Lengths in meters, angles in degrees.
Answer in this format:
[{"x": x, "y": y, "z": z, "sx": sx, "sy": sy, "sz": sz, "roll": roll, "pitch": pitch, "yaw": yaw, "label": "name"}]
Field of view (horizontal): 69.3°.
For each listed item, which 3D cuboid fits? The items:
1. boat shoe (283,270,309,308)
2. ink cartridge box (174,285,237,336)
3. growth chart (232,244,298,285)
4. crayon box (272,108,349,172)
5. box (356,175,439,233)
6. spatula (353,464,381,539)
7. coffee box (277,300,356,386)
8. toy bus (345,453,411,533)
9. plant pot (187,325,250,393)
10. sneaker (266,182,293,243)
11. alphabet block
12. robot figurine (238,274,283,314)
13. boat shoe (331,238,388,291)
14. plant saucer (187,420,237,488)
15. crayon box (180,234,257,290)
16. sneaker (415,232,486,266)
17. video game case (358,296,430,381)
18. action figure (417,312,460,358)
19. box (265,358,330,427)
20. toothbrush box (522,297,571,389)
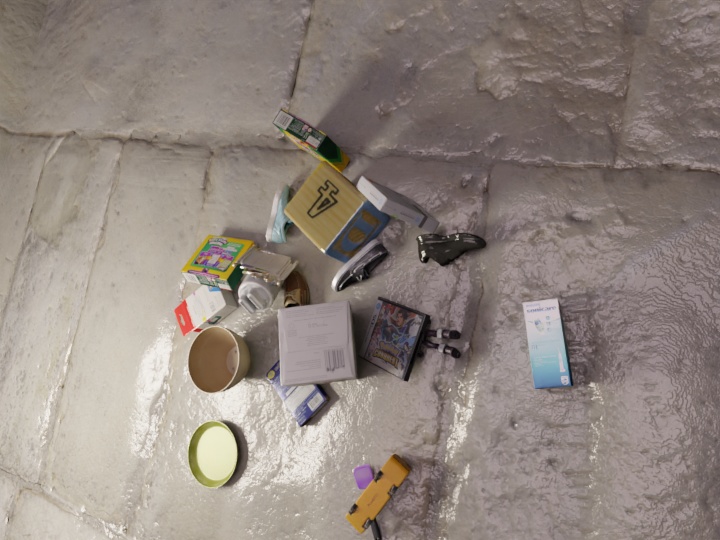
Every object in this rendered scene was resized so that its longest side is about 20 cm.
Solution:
[{"x": -0.199, "y": 0.095, "z": 1.602, "sx": 0.075, "sy": 0.074, "sz": 0.203, "roll": -21, "pitch": 72, "yaw": 19, "label": "boat shoe"}, {"x": -0.522, "y": 0.127, "z": 1.750, "sx": 0.199, "sy": 0.067, "sz": 0.117, "roll": -36, "pitch": 67, "yaw": 14, "label": "ink cartridge box"}, {"x": -0.291, "y": -0.018, "z": 1.588, "sx": 0.197, "sy": 0.145, "sz": 0.018, "roll": 19, "pitch": 130, "yaw": 23, "label": "growth chart"}, {"x": -0.151, "y": -0.400, "z": 1.614, "sx": 0.199, "sy": 0.172, "sz": 0.059, "roll": 36, "pitch": 92, "yaw": 27, "label": "crayon box"}, {"x": 0.102, "y": -0.179, "z": 1.419, "sx": 0.042, "sy": 0.198, "sz": 0.156, "roll": -58, "pitch": 38, "yaw": 16, "label": "box"}, {"x": 0.025, "y": 0.636, "z": 1.420, "sx": 0.056, "sy": 0.021, "sz": 0.203, "roll": -18, "pitch": 73, "yaw": 17, "label": "spatula"}, {"x": -0.113, "y": 0.209, "z": 1.443, "sx": 0.196, "sy": 0.198, "sz": 0.204, "roll": -6, "pitch": 76, "yaw": 0, "label": "coffee box"}, {"x": 0.048, "y": 0.586, "z": 1.371, "sx": 0.065, "sy": 0.078, "sz": 0.201, "roll": 37, "pitch": 89, "yaw": 17, "label": "toy bus"}, {"x": -0.421, "y": 0.281, "z": 1.635, "sx": 0.197, "sy": 0.134, "sz": 0.204, "roll": -5, "pitch": 78, "yaw": 24, "label": "plant pot"}, {"x": -0.245, "y": -0.184, "z": 1.692, "sx": 0.080, "sy": 0.074, "sz": 0.204, "roll": 11, "pitch": 84, "yaw": 3, "label": "sneaker"}, {"x": -0.066, "y": -0.163, "z": 1.527, "sx": 0.197, "sy": 0.195, "sz": 0.200, "roll": -49, "pitch": 64, "yaw": 6, "label": "alphabet block"}, {"x": -0.305, "y": 0.046, "z": 1.613, "sx": 0.168, "sy": 0.114, "sz": 0.201, "roll": -24, "pitch": 26, "yaw": 28, "label": "robot figurine"}, {"x": 0.000, "y": 0.000, "z": 1.535, "sx": 0.200, "sy": 0.072, "sz": 0.068, "roll": -44, "pitch": 64, "yaw": 4, "label": "boat shoe"}, {"x": -0.464, "y": 0.581, "z": 1.654, "sx": 0.197, "sy": 0.031, "sz": 0.204, "roll": -5, "pitch": 77, "yaw": 23, "label": "plant saucer"}, {"x": -0.462, "y": -0.030, "z": 1.717, "sx": 0.197, "sy": 0.059, "sz": 0.174, "roll": 9, "pitch": 51, "yaw": 26, "label": "crayon box"}, {"x": 0.249, "y": -0.057, "z": 1.434, "sx": 0.197, "sy": 0.076, "sz": 0.093, "roll": -1, "pitch": 89, "yaw": 32, "label": "sneaker"}, {"x": 0.088, "y": 0.183, "z": 1.436, "sx": 0.199, "sy": 0.025, "sz": 0.184, "roll": 18, "pitch": 87, "yaw": 51, "label": "video game case"}, {"x": 0.175, "y": 0.184, "z": 1.415, "sx": 0.198, "sy": 0.069, "sz": 0.133, "roll": 9, "pitch": 90, "yaw": 41, "label": "action figure"}, {"x": -0.192, "y": 0.351, "z": 1.571, "sx": 0.121, "sy": 0.032, "sz": 0.200, "roll": -46, "pitch": 67, "yaw": 10, "label": "box"}, {"x": 0.449, "y": 0.177, "z": 1.244, "sx": 0.084, "sy": 0.146, "sz": 0.204, "roll": -9, "pitch": 77, "yaw": 22, "label": "toothbrush box"}]
